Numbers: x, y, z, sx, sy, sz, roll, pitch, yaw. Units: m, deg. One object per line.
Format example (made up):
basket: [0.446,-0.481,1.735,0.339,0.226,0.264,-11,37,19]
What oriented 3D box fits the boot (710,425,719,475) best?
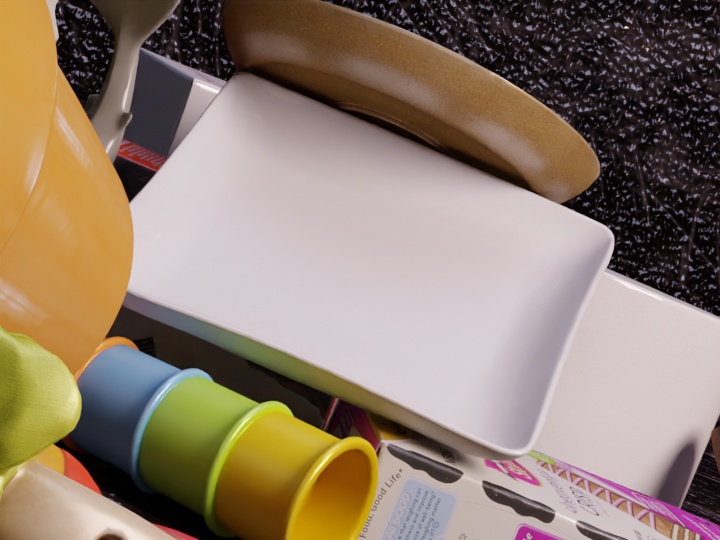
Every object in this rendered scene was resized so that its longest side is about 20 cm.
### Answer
boot: [0.235,0.125,1.004,0.075,0.097,0.201,44,14,-44]

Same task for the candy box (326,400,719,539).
candy box: [0.080,0.119,0.953,0.199,0.061,0.136,22,6,-9]

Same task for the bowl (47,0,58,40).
bowl: [-0.173,-0.137,0.897,0.198,0.109,0.200,-12,7,1]

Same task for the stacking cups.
stacking cups: [-0.086,0.055,0.891,0.199,0.061,0.060,26,6,31]

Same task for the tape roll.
tape roll: [0.084,0.056,1.139,0.201,0.140,0.203,22,4,-1]

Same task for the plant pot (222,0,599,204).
plant pot: [0.019,-0.074,1.068,0.199,0.028,0.200,23,-10,4]

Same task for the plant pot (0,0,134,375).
plant pot: [-0.176,-0.033,0.791,0.199,0.201,0.183,26,-9,29]

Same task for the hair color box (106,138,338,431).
hair color box: [-0.096,0.007,1.049,0.199,0.112,0.064,22,7,0]

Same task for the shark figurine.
shark figurine: [-0.139,-0.036,0.967,0.089,0.214,0.128,28,-23,53]

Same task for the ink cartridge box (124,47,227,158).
ink cartridge box: [-0.056,-0.024,1.326,0.199,0.147,0.147,20,5,-22]

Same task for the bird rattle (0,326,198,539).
bird rattle: [-0.081,0.071,0.595,0.199,0.113,0.163,23,-12,-30]

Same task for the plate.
plate: [0.000,0.000,0.970,0.199,0.032,0.200,23,33,5]
